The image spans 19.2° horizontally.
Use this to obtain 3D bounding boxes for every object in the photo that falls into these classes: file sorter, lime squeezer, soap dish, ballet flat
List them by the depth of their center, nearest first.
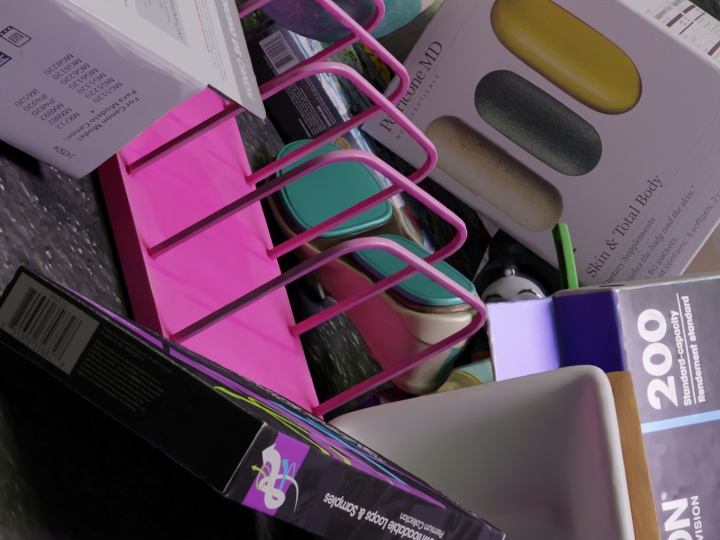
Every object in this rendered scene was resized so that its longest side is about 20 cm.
[{"bbox_3d":[0.060,0.145,0.953,0.081,0.157,0.201,68,13,-45],"label":"soap dish"},{"bbox_3d":[-0.036,-0.049,1.016,0.139,0.125,0.201,33,34,-55],"label":"file sorter"},{"bbox_3d":[0.090,0.056,1.104,0.200,0.070,0.038,-53,158,-39],"label":"lime squeezer"},{"bbox_3d":[0.000,0.000,1.121,0.069,0.069,0.200,46,3,-38],"label":"ballet flat"}]

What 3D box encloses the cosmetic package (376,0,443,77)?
[{"bbox_3d":[-0.017,-0.222,1.374,0.201,0.081,0.113,58,19,-7],"label":"cosmetic package"}]

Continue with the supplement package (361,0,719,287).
[{"bbox_3d":[0.136,-0.097,1.256,0.200,0.152,0.151,36,19,6],"label":"supplement package"}]

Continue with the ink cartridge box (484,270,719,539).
[{"bbox_3d":[0.159,0.103,1.083,0.199,0.043,0.199,-7,88,-38],"label":"ink cartridge box"}]

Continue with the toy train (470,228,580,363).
[{"bbox_3d":[0.107,0.032,1.297,0.200,0.085,0.115,-42,123,-73],"label":"toy train"}]

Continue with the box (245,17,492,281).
[{"bbox_3d":[0.005,-0.073,1.285,0.201,0.040,0.137,58,20,-10],"label":"box"}]

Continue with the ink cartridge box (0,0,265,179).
[{"bbox_3d":[-0.141,-0.152,0.937,0.175,0.084,0.201,30,37,-48],"label":"ink cartridge box"}]

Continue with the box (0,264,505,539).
[{"bbox_3d":[-0.042,0.068,0.867,0.143,0.036,0.200,29,-3,35],"label":"box"}]

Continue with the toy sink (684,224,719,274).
[{"bbox_3d":[0.237,-0.008,1.527,0.112,0.200,0.130,60,17,24],"label":"toy sink"}]

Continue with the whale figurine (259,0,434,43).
[{"bbox_3d":[-0.040,-0.207,1.119,0.200,0.104,0.159,53,-6,-15],"label":"whale figurine"}]

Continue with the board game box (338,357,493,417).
[{"bbox_3d":[0.109,0.138,1.118,0.198,0.043,0.201,-15,75,-41],"label":"board game box"}]
